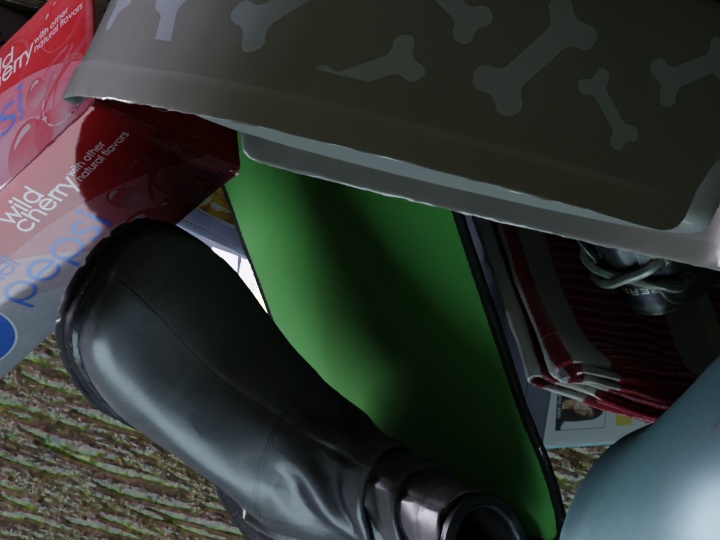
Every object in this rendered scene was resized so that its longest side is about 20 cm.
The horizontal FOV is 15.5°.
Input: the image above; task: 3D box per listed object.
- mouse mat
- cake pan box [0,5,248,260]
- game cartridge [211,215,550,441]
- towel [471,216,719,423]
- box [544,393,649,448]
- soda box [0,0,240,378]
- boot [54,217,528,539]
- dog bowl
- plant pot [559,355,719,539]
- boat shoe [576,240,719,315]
[{"bbox_3d":[0.000,0.000,0.935,0.008,0.201,0.161,-31,-157,-26],"label":"mouse mat"},{"bbox_3d":[-0.146,-0.071,1.063,0.184,0.053,0.200,28,175,-30],"label":"cake pan box"},{"bbox_3d":[-0.002,0.016,1.052,0.041,0.134,0.199,0,-172,-42],"label":"game cartridge"},{"bbox_3d":[0.123,0.001,0.948,0.199,0.023,0.145,15,-138,-35],"label":"towel"},{"bbox_3d":[0.093,0.031,1.151,0.199,0.083,0.049,-2,-166,-20],"label":"box"},{"bbox_3d":[-0.128,-0.019,0.941,0.063,0.070,0.200,24,133,-33],"label":"soda box"},{"bbox_3d":[-0.009,0.060,0.901,0.131,0.070,0.200,25,167,38],"label":"boot"},{"bbox_3d":[0.025,-0.048,0.683,0.199,0.059,0.200,13,179,0],"label":"dog bowl"},{"bbox_3d":[0.166,0.090,0.800,0.199,0.201,0.188,14,157,-32],"label":"plant pot"},{"bbox_3d":[0.104,-0.020,0.858,0.199,0.071,0.072,14,179,-41],"label":"boat shoe"}]
